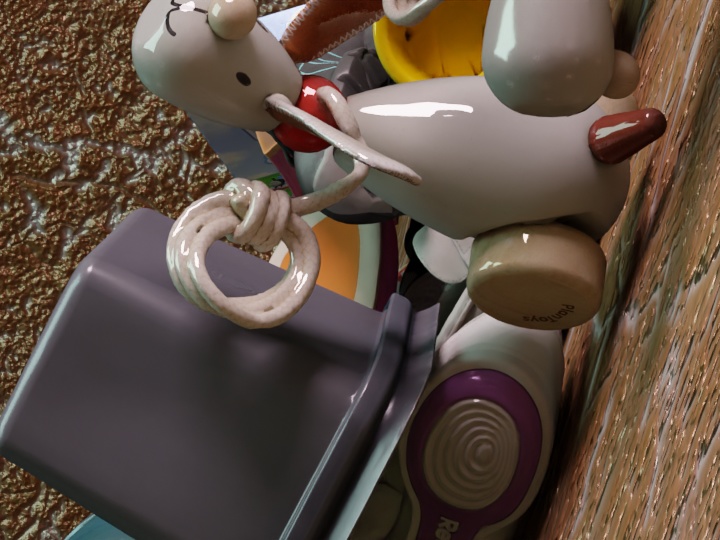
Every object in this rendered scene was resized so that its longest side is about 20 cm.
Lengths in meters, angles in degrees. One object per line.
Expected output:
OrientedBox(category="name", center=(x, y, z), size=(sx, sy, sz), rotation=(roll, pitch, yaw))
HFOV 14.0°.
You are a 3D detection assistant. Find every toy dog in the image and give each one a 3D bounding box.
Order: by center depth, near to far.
OrientedBox(category="toy dog", center=(0.100, -0.144, 0.972), size=(0.201, 0.096, 0.132), rotation=(-67, 26, 7))
OrientedBox(category="toy dog", center=(0.027, -0.054, 1.042), size=(0.096, 0.199, 0.133), rotation=(-41, 53, 53))

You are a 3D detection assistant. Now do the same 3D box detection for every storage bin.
OrientedBox(category="storage bin", center=(-0.060, 0.057, 1.131), size=(0.146, 0.134, 0.200), rotation=(-62, 0, 9))

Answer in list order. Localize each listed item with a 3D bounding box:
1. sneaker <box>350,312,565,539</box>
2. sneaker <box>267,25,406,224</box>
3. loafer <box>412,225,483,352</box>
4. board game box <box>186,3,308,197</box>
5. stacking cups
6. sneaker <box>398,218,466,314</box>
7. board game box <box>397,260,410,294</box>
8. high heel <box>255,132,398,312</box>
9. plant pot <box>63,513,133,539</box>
OrientedBox(category="sneaker", center=(0.035, 0.097, 1.172), size=(0.201, 0.075, 0.100), rotation=(-62, 0, 33))
OrientedBox(category="sneaker", center=(-0.005, -0.064, 1.275), size=(0.079, 0.076, 0.200), rotation=(-27, 17, 20))
OrientedBox(category="loafer", center=(0.057, -0.007, 1.226), size=(0.070, 0.069, 0.201), rotation=(-79, 6, -70))
OrientedBox(category="board game box", center=(0.001, -0.083, 1.467), size=(0.200, 0.150, 0.037), rotation=(56, -160, -67))
OrientedBox(category="stacking cups", center=(0.059, -0.109, 1.291), size=(0.200, 0.060, 0.061), rotation=(-22, -50, -74))
OrientedBox(category="sneaker", center=(0.037, 0.040, 1.374), size=(0.114, 0.075, 0.201), rotation=(-75, 8, -45))
OrientedBox(category="board game box", center=(0.004, 0.042, 1.526), size=(0.151, 0.046, 0.200), rotation=(-38, 0, -5))
OrientedBox(category="high heel", center=(0.000, 0.000, 1.337), size=(0.067, 0.096, 0.200), rotation=(-37, 32, 8))
OrientedBox(category="plant pot", center=(-0.118, 0.239, 1.584), size=(0.188, 0.199, 0.201), rotation=(-39, -32, -71))
